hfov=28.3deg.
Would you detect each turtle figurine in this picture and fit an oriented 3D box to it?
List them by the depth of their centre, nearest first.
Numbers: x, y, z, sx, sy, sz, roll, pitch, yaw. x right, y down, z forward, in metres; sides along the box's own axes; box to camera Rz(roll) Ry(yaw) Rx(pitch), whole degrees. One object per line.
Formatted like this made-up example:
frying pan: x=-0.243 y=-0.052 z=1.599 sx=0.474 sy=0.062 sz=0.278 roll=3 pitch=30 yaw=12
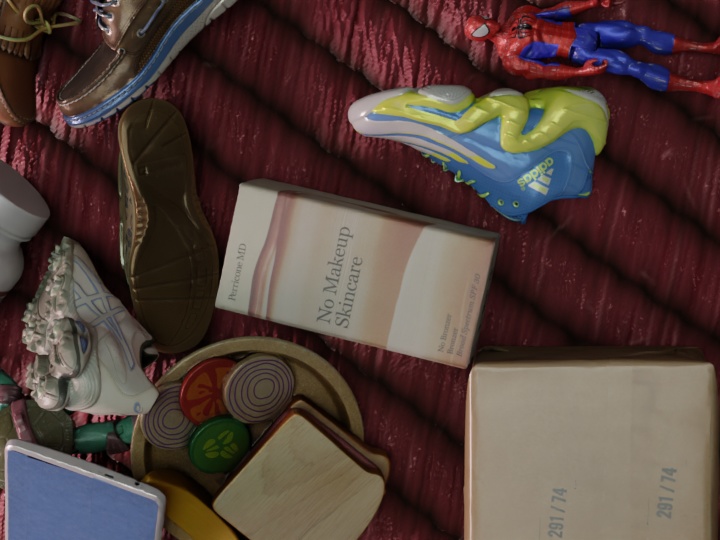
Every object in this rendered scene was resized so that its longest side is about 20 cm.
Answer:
turtle figurine: x=-0.254 y=0.135 z=1.143 sx=0.199 sy=0.101 sz=0.151 roll=-25 pitch=100 yaw=0

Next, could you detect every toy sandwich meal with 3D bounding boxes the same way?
toy sandwich meal: x=-0.079 y=0.150 z=1.103 sx=0.203 sy=0.070 sz=0.207 roll=-3 pitch=108 yaw=-11

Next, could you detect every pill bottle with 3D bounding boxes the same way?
pill bottle: x=-0.343 y=0.003 z=1.138 sx=0.112 sy=0.112 sz=0.200 roll=42 pitch=98 yaw=4

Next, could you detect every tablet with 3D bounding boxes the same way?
tablet: x=-0.219 y=0.214 z=1.125 sx=0.129 sy=0.014 sz=0.201 roll=19 pitch=135 yaw=5

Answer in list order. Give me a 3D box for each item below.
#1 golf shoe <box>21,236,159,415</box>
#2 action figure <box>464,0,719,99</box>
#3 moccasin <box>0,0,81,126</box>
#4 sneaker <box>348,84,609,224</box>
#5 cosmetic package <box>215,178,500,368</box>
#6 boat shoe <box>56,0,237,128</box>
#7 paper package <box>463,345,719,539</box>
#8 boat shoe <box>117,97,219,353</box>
golf shoe: x=-0.206 y=0.050 z=1.104 sx=0.097 sy=0.200 sz=0.079 roll=21 pitch=116 yaw=-26
action figure: x=0.177 y=-0.171 z=1.076 sx=0.198 sy=0.052 sz=0.066 roll=8 pitch=75 yaw=10
moccasin: x=-0.269 y=-0.216 z=1.136 sx=0.077 sy=0.074 sz=0.203 roll=1 pitch=85 yaw=18
sneaker: x=0.089 y=-0.087 z=1.085 sx=0.198 sy=0.076 sz=0.106 roll=0 pitch=95 yaw=8
cosmetic package: x=0.000 y=0.000 z=1.098 sx=0.198 sy=0.087 sz=0.104 roll=12 pitch=97 yaw=8
boat shoe: x=-0.171 y=-0.198 z=1.109 sx=0.200 sy=0.072 sz=0.072 roll=-45 pitch=122 yaw=0
paper package: x=0.173 y=0.161 z=1.076 sx=0.189 sy=0.103 sz=0.202 roll=-1 pitch=93 yaw=7
boat shoe: x=-0.157 y=-0.036 z=1.140 sx=0.073 sy=0.063 sz=0.202 roll=-5 pitch=96 yaw=-17
